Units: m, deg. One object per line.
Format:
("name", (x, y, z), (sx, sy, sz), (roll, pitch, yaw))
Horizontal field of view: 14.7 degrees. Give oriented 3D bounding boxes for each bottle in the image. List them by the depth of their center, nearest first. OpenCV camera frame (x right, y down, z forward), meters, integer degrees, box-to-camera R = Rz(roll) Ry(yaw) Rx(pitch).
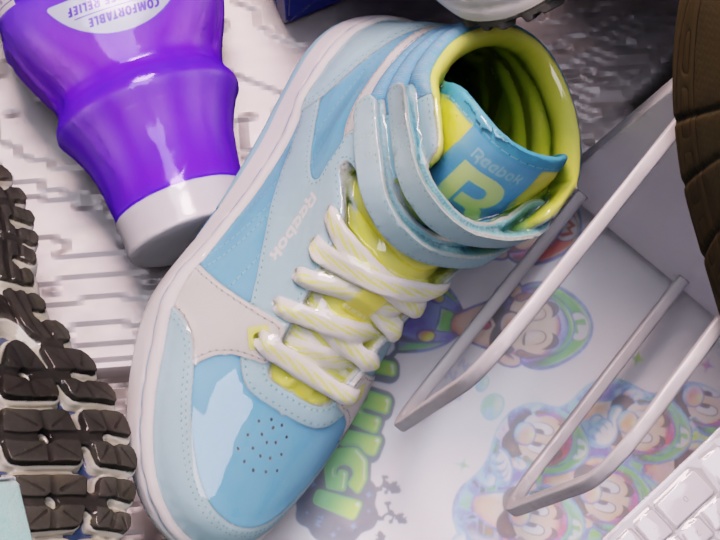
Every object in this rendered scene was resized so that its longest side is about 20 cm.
("bottle", (-0.091, -0.100, 0.988), (0.083, 0.065, 0.200), (-18, 75, -7))

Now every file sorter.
("file sorter", (0.131, 0.056, 0.887), (0.200, 0.139, 0.125), (39, 74, -2))

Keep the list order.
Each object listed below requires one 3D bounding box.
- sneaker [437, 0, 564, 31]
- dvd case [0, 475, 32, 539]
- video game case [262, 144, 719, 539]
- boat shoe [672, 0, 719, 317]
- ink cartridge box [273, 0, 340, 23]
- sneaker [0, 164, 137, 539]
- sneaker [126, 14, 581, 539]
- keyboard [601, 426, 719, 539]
("sneaker", (0.030, -0.129, 0.886), (0.074, 0.200, 0.079), (-41, 118, -21))
("dvd case", (-0.152, 0.163, 0.858), (0.022, 0.200, 0.146), (1, 68, -46))
("video game case", (0.044, 0.046, 0.969), (0.182, 0.024, 0.200), (15, 73, 3))
("boat shoe", (0.140, 0.003, 0.790), (0.066, 0.072, 0.201), (-10, 80, -14))
("ink cartridge box", (-0.025, -0.201, 1.030), (0.094, 0.044, 0.200), (-22, 76, -6))
("sneaker", (-0.137, 0.048, 0.924), (0.078, 0.089, 0.200), (17, 37, -38))
("sneaker", (0.000, 0.000, 0.895), (0.079, 0.131, 0.200), (29, 75, -25))
("keyboard", (0.159, 0.035, 0.820), (0.200, 0.011, 0.056), (-42, 90, -13))
